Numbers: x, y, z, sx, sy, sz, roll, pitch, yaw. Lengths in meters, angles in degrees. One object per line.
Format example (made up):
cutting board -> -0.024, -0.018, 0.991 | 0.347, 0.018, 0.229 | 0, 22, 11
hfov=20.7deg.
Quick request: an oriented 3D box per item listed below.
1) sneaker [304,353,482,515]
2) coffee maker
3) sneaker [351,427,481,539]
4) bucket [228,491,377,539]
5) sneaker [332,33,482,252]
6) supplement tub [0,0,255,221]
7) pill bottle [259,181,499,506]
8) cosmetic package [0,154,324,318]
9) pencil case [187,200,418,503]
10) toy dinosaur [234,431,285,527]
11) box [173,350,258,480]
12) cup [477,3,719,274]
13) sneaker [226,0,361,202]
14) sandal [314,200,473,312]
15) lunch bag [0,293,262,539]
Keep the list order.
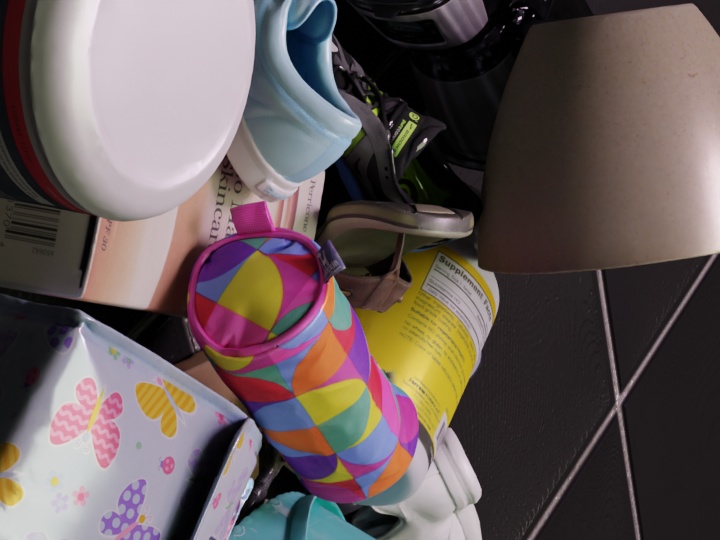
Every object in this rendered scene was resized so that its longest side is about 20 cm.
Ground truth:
sneaker -> 0.005, 0.081, 1.337 | 0.088, 0.074, 0.200 | 60, 42, -19
coffee maker -> 0.072, -0.195, 1.308 | 0.200, 0.133, 0.194 | 55, 27, -52
sneaker -> 0.036, 0.173, 1.404 | 0.088, 0.076, 0.200 | -25, 154, -7
bucket -> -0.033, 0.240, 1.172 | 0.207, 0.134, 0.208 | -48, 159, -25
sneaker -> 0.004, -0.091, 1.168 | 0.200, 0.082, 0.071 | 48, 57, -27
supplement tub -> -0.158, -0.103, 0.851 | 0.140, 0.198, 0.142 | -26, 121, -54
pill bottle -> 0.021, 0.039, 1.260 | 0.201, 0.111, 0.113 | -64, 146, -33
cosmetic package -> -0.111, -0.028, 1.064 | 0.199, 0.086, 0.105 | 10, 90, -60
pencil case -> -0.028, 0.051, 1.072 | 0.089, 0.088, 0.201 | -64, 153, -24
toy dinosaur -> -0.081, 0.139, 1.166 | 0.199, 0.047, 0.089 | -11, 124, -59
box -> -0.123, 0.143, 1.162 | 0.199, 0.021, 0.165 | -24, 119, -55
cup -> 0.161, -0.084, 1.203 | 0.200, 0.199, 0.145 | -17, 101, -56
sneaker -> -0.051, -0.141, 1.057 | 0.074, 0.081, 0.202 | 5, 59, -64
sandal -> 0.000, 0.000, 1.160 | 0.079, 0.200, 0.058 | 3, 74, -32
lunch bag -> -0.137, 0.125, 1.005 | 0.200, 0.126, 0.171 | 40, 69, -45
